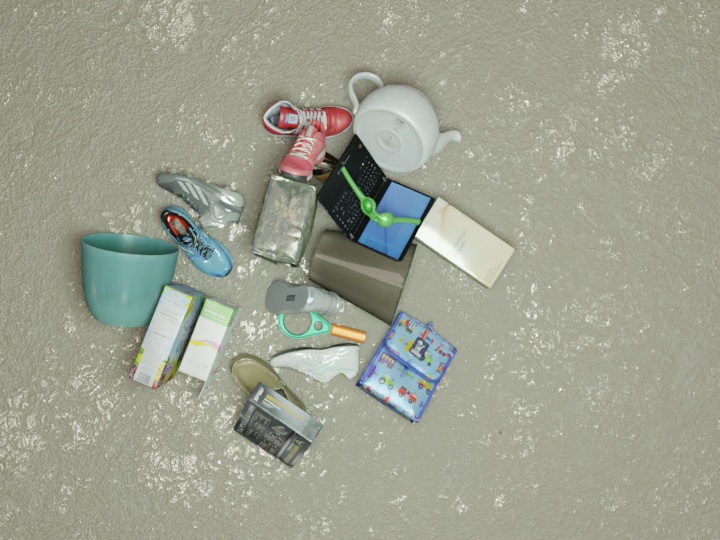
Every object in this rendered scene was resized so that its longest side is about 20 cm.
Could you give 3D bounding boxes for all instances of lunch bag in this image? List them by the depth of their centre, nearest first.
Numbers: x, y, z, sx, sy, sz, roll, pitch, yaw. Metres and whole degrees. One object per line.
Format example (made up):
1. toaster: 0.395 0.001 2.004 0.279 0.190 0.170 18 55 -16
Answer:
1. lunch bag: -0.153 -0.096 1.684 0.115 0.200 0.167 15 86 1
2. lunch bag: 0.105 0.200 1.748 0.149 0.094 0.202 32 78 1

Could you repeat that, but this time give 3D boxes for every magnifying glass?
1. magnifying glass: -0.084 0.122 1.771 0.196 0.022 0.081 14 90 0

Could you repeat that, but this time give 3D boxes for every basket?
1. basket: 0.000 0.000 1.718 0.197 0.136 0.183 18 96 4

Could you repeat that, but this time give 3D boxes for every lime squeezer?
1. lime squeezer: 0.036 -0.131 1.633 0.198 0.038 0.071 33 64 -14

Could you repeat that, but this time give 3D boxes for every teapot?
1. teapot: 0.084 -0.318 1.708 0.195 0.201 0.147 2 47 34

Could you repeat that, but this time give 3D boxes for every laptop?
1. laptop: 0.034 -0.148 1.664 0.201 0.102 0.179 51 56 -35

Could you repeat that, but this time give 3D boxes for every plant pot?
1. plant pot: -0.485 0.024 1.693 0.197 0.201 0.164 9 101 0

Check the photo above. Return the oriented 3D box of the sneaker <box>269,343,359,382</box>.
1. sneaker: -0.097 0.203 1.747 0.196 0.070 0.082 -3 93 0

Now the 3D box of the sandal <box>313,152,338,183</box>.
1. sandal: -0.061 -0.212 1.753 0.197 0.082 0.055 21 112 -7

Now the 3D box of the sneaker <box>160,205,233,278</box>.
1. sneaker: -0.358 -0.057 1.737 0.199 0.090 0.079 41 90 -1

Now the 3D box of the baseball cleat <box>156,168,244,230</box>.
1. baseball cleat: -0.350 -0.147 1.741 0.196 0.070 0.108 13 75 0

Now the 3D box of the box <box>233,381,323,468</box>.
1. box: -0.174 0.323 1.687 0.157 0.201 0.049 32 57 1

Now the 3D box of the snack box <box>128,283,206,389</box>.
1. snack box: -0.398 0.133 1.699 0.067 0.169 0.203 21 91 -1

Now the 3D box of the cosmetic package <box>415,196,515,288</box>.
1. cosmetic package: 0.219 -0.059 1.743 0.198 0.073 0.104 33 90 -1

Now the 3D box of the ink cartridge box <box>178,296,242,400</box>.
1. ink cartridge box: -0.324 0.163 1.724 0.066 0.117 0.203 21 90 1

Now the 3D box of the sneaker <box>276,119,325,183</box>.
1. sneaker: -0.116 -0.244 1.630 0.072 0.201 0.088 16 121 4

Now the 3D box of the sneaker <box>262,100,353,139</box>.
1. sneaker: -0.113 -0.320 1.724 0.196 0.112 0.073 -5 90 0

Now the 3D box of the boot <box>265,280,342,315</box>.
1. boot: -0.119 0.067 1.714 0.094 0.199 0.075 16 84 -33

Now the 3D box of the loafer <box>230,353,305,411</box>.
1. loafer: -0.198 0.255 1.748 0.199 0.067 0.076 39 89 -1
